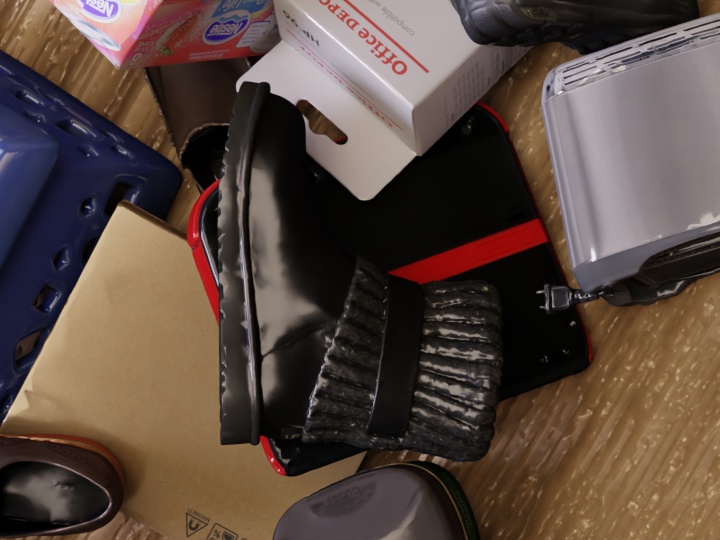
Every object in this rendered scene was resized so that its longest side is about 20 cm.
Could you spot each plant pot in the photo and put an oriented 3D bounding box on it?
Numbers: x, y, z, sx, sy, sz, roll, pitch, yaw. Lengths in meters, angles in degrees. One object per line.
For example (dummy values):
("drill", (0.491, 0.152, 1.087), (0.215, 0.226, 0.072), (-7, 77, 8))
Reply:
("plant pot", (-0.255, -0.032, 1.579), (0.200, 0.180, 0.200), (31, 95, 19))

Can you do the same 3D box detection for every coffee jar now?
("coffee jar", (0.010, 0.152, 1.451), (0.104, 0.200, 0.086), (-21, 86, 2))

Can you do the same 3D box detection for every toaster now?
("toaster", (0.182, -0.061, 1.466), (0.199, 0.114, 0.130), (-17, 76, 19))

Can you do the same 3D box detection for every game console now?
("game console", (0.015, 0.005, 1.525), (0.199, 0.031, 0.178), (-20, 84, -7))

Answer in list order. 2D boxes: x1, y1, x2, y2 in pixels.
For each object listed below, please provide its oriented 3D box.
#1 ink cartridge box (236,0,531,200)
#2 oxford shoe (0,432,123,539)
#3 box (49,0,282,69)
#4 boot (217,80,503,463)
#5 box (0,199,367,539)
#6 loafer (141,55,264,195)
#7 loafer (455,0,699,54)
("ink cartridge box", (0.031, -0.151, 1.511), (0.116, 0.068, 0.200), (41, 77, 18))
("oxford shoe", (-0.234, 0.119, 1.509), (0.199, 0.073, 0.072), (-1, 95, -7))
("box", (-0.088, -0.186, 1.514), (0.095, 0.200, 0.103), (44, 117, 17))
("boot", (0.000, 0.001, 1.469), (0.157, 0.079, 0.212), (0, 86, -3))
("box", (-0.091, 0.077, 1.560), (0.199, 0.021, 0.164), (28, 95, -1))
("loafer", (-0.080, -0.090, 1.579), (0.073, 0.071, 0.200), (-33, 76, 13))
("loafer", (0.121, -0.157, 1.445), (0.068, 0.200, 0.071), (-14, 82, 38))
